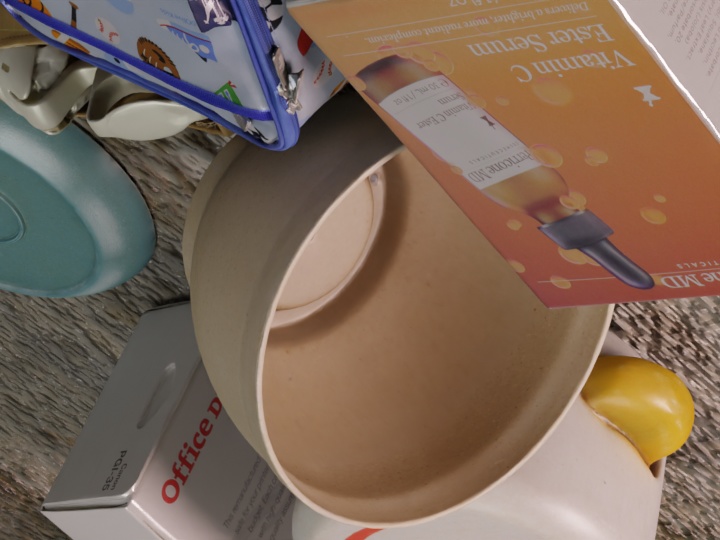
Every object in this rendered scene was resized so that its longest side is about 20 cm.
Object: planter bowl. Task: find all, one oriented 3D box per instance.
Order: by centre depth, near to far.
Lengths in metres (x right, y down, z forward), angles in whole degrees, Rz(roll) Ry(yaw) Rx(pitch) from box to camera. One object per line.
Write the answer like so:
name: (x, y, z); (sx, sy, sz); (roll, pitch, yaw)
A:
planter bowl: (0.000, 0.000, 1.232); (0.135, 0.200, 0.200); (34, 164, 46)

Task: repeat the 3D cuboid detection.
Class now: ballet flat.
ballet flat: (-0.130, -0.095, 1.282); (0.200, 0.063, 0.069); (3, 143, 35)

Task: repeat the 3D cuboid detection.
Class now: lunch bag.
lunch bag: (-0.089, -0.134, 1.132); (0.200, 0.076, 0.160); (29, 153, 32)

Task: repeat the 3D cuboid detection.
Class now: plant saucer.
plant saucer: (-0.208, -0.043, 1.463); (0.200, 0.027, 0.200); (18, 150, 11)

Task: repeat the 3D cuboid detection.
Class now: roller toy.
roller toy: (0.064, 0.100, 1.370); (0.182, 0.140, 0.200); (15, 147, -2)

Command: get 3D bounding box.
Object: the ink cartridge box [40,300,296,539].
ink cartridge box: (-0.064, 0.130, 1.509); (0.083, 0.147, 0.200); (-8, 136, 45)

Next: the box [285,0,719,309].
box: (0.098, -0.088, 1.073); (0.152, 0.106, 0.200); (-6, 138, 43)
